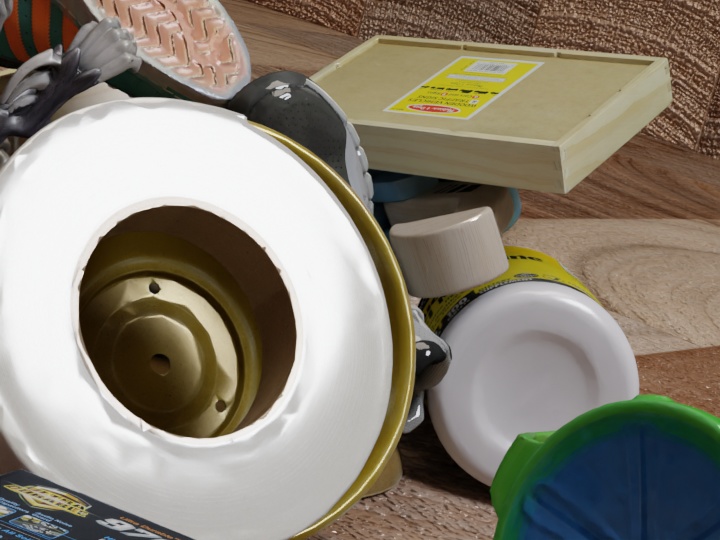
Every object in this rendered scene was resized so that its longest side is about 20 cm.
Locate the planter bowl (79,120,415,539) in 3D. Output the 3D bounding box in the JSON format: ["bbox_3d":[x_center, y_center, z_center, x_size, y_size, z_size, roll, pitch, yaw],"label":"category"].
[{"bbox_3d":[-0.080,0.035,0.925,0.199,0.202,0.083,10,-19,-24],"label":"planter bowl"}]

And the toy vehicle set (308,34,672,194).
[{"bbox_3d":[0.056,-0.090,1.110,0.199,0.027,0.124,10,32,35],"label":"toy vehicle set"}]

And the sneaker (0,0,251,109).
[{"bbox_3d":[-0.145,-0.129,1.008,0.199,0.080,0.071,35,48,6],"label":"sneaker"}]

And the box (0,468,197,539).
[{"bbox_3d":[-0.082,0.133,0.681,0.199,0.046,0.159,19,12,19],"label":"box"}]

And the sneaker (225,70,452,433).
[{"bbox_3d":[0.000,0.000,0.994,0.075,0.201,0.115,-31,40,-14],"label":"sneaker"}]

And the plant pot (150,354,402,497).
[{"bbox_3d":[-0.070,0.069,1.052,0.198,0.028,0.200,15,12,-3],"label":"plant pot"}]

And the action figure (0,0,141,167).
[{"bbox_3d":[-0.161,-0.088,0.912,0.119,0.102,0.200,38,-6,31],"label":"action figure"}]

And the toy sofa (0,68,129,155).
[{"bbox_3d":[-0.190,-0.078,1.077,0.199,0.098,0.083,-18,2,-21],"label":"toy sofa"}]

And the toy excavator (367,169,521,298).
[{"bbox_3d":[0.044,-0.043,1.132,0.199,0.101,0.194,-3,21,48],"label":"toy excavator"}]

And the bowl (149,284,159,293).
[{"bbox_3d":[-0.086,-0.020,1.152,0.200,0.091,0.201,25,-3,2],"label":"bowl"}]

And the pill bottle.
[{"bbox_3d":[0.086,0.047,1.127,0.112,0.113,0.200,14,8,-5],"label":"pill bottle"}]

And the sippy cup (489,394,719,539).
[{"bbox_3d":[0.142,0.128,0.816,0.130,0.139,0.179,17,50,-50],"label":"sippy cup"}]

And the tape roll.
[{"bbox_3d":[-0.079,0.025,0.851,0.201,0.204,0.037,9,-22,-27],"label":"tape roll"}]
